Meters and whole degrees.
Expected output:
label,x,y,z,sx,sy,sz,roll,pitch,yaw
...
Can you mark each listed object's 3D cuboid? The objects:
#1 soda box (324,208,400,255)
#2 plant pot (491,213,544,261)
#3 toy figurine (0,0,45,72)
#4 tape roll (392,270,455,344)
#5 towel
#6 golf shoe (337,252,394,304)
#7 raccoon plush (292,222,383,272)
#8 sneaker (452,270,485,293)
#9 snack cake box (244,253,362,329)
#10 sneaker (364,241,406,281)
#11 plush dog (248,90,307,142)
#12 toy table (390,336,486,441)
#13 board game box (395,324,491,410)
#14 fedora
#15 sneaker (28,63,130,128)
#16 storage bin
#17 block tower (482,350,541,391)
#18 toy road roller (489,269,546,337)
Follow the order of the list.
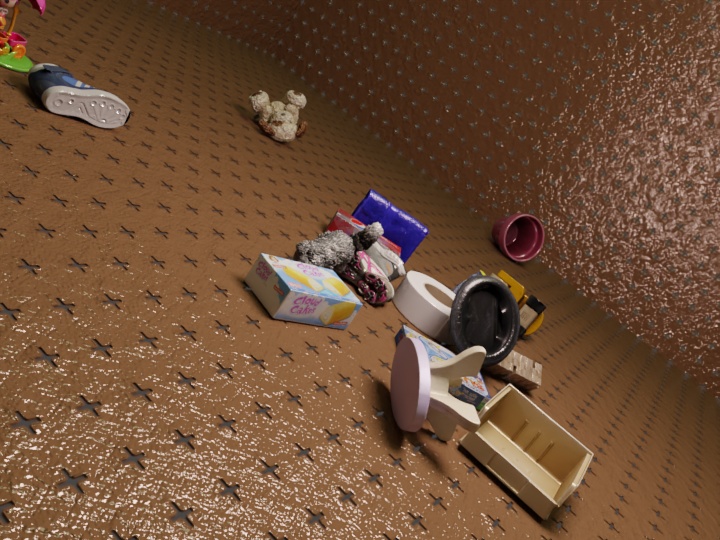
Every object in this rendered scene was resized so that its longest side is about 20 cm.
label,x,y,z,sx,sy,sz,roll,pitch,yaw
soda box,0.007,-0.077,1.871,0.199,0.064,0.070,33,19,-6
plant pot,0.661,-0.153,3.087,0.199,0.201,0.179,27,3,-22
toy figurine,-0.751,-0.543,1.512,0.150,0.185,0.200,38,18,13
tape roll,0.176,0.089,1.732,0.201,0.071,0.203,32,17,-11
towel,0.065,-0.105,1.914,0.199,0.148,0.050,32,25,-8
golf shoe,0.000,0.000,1.653,0.200,0.073,0.092,50,15,15
raccoon plush,-0.057,-0.058,1.514,0.097,0.200,0.134,51,7,9
sneaker,0.295,0.069,2.015,0.199,0.082,0.074,-28,86,-51
snack cake box,-0.105,0.041,1.349,0.199,0.067,0.115,14,27,-49
sneaker,0.026,-0.026,1.757,0.200,0.079,0.074,33,-29,50
plush dog,-0.273,-0.497,2.406,0.198,0.161,0.173,-4,48,-20
toy table,0.127,0.197,1.208,0.116,0.185,0.201,14,34,-11
board game box,0.168,0.200,1.480,0.199,0.035,0.136,30,18,-16
fedora,0.261,0.114,1.604,0.200,0.202,0.091,29,-18,-16
sneaker,-0.605,-0.385,1.533,0.199,0.081,0.147,3,39,-50
storage bin,0.299,0.323,1.298,0.200,0.094,0.198,41,18,18
block tower,0.342,0.219,1.682,0.199,0.054,0.058,26,58,-25
toy road roller,0.445,0.105,2.111,0.200,0.123,0.146,41,4,19
